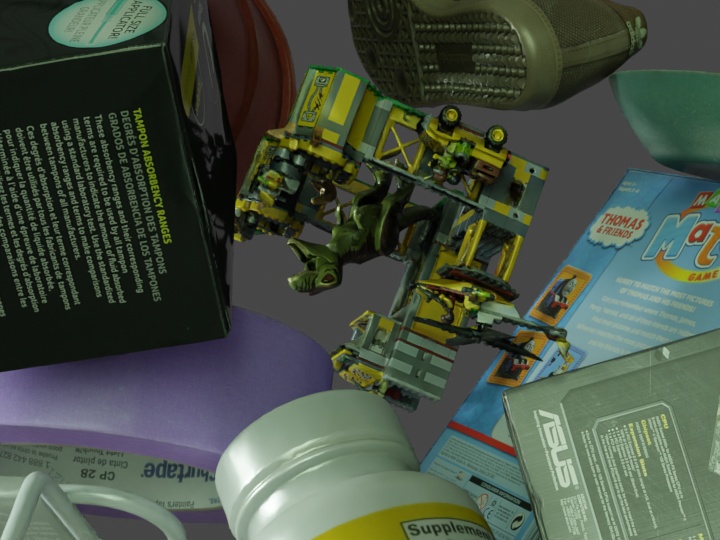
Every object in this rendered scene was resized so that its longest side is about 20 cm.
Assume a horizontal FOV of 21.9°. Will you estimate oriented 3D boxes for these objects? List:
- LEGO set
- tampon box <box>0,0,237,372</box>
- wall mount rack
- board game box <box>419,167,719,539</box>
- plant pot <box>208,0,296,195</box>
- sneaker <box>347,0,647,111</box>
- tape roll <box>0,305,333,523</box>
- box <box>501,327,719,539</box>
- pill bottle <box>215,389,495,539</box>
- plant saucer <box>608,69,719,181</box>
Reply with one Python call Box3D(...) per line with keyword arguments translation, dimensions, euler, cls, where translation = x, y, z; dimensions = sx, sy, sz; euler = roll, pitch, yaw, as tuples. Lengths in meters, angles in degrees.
Box3D(translation=(0.000, 0.000, 0.853), dimensions=(0.153, 0.200, 0.117), euler=(24, 76, -15), cls="LEGO set")
Box3D(translation=(-0.156, -0.050, 0.727), dimensions=(0.199, 0.127, 0.150), euler=(-8, 31, 2), cls="tampon box")
Box3D(translation=(-0.169, 0.154, 0.836), dimensions=(0.199, 0.174, 0.075), euler=(-1, 52, 20), cls="wall mount rack")
Box3D(translation=(0.115, 0.046, 0.841), dimensions=(0.037, 0.151, 0.200), euler=(39, 81, -23), cls="board game box")
Box3D(translation=(-0.148, -0.118, 0.911), dimensions=(0.199, 0.195, 0.202), euler=(-3, 71, 9), cls="plant pot")
Box3D(translation=(0.062, -0.115, 0.912), dimensions=(0.075, 0.200, 0.071), euler=(-14, 112, -23), cls="sneaker")
Box3D(translation=(-0.114, 0.063, 0.842), dimensions=(0.199, 0.200, 0.066), euler=(1, 71, 11), cls="tape roll")
Box3D(translation=(0.155, 0.122, 0.718), dimensions=(0.157, 0.048, 0.201), euler=(-16, 73, 1), cls="box")
Box3D(translation=(0.013, 0.149, 0.715), dimensions=(0.111, 0.111, 0.201), euler=(-27, 55, 1), cls="pill bottle")
Box3D(translation=(0.206, -0.053, 0.829), dimensions=(0.199, 0.200, 0.036), euler=(11, 91, 14), cls="plant saucer")
